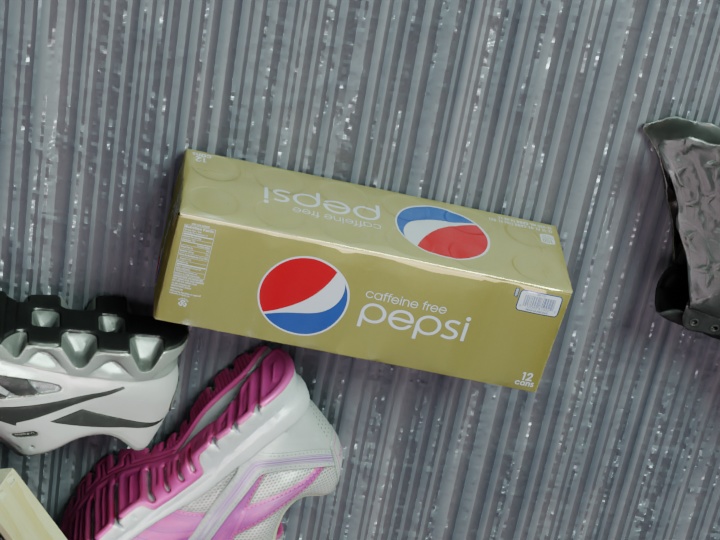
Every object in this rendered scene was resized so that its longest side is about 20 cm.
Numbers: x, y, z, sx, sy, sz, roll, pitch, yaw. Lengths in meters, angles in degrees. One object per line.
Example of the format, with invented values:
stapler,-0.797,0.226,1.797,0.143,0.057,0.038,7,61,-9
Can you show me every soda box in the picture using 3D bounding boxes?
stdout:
soda box,0.000,0.000,0.929,0.199,0.068,0.064,12,120,-9

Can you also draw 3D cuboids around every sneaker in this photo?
sneaker,-0.089,0.133,0.998,0.200,0.081,0.088,-36,114,19
sneaker,-0.194,0.057,0.953,0.199,0.074,0.089,10,118,-7
sneaker,0.198,0.017,0.954,0.104,0.060,0.201,-4,116,-1

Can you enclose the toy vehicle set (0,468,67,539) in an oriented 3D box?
toy vehicle set,-0.229,0.165,0.994,0.199,0.027,0.124,-9,125,35
